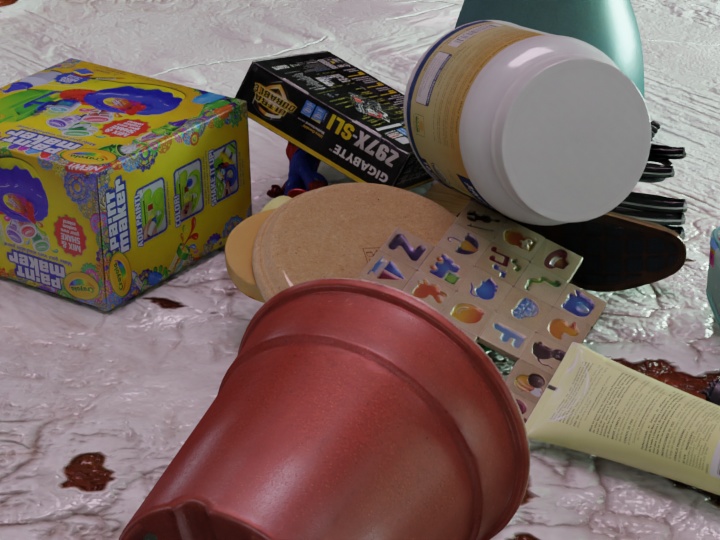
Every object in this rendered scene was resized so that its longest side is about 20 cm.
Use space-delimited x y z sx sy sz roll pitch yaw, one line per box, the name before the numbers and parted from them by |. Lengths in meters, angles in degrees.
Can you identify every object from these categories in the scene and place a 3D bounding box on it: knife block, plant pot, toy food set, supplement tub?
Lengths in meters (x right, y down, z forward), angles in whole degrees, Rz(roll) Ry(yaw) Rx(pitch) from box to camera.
knife block | 0.179 -0.064 1.782 0.176 0.200 0.064 48 31 -3
plant pot | 0.174 -0.211 1.929 0.198 0.189 0.200 0 25 0
toy food set | 0.010 0.009 1.564 0.199 0.049 0.198 -14 49 -29
plant pot | -0.032 0.140 1.192 0.199 0.202 0.195 12 35 25
supplement tub | 0.128 -0.115 1.610 0.143 0.146 0.200 -8 14 -16

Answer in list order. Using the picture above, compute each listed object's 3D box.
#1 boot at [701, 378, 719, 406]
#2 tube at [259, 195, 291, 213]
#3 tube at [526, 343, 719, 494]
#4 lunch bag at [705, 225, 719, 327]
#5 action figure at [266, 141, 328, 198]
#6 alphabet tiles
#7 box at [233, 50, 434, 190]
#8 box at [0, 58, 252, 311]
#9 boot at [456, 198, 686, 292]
boot | 0.349 0.081 1.425 0.168 0.077 0.200 25 41 37
tube | 0.000 0.000 1.645 0.199 0.058 0.052 31 -5 36
tube | 0.206 0.107 1.385 0.199 0.052 0.058 18 26 36
lunch bag | 0.367 0.013 1.572 0.198 0.078 0.161 -2 23 -4
action figure | -0.053 -0.088 1.815 0.051 0.066 0.200 18 25 -5
alphabet tiles | 0.084 0.024 1.527 0.166 0.008 0.200 27 43 11
box | -0.004 -0.130 1.803 0.159 0.050 0.200 32 17 11
box | -0.225 -0.076 1.724 0.199 0.123 0.192 15 30 31
boot | 0.168 -0.036 1.687 0.198 0.075 0.097 3 28 12
